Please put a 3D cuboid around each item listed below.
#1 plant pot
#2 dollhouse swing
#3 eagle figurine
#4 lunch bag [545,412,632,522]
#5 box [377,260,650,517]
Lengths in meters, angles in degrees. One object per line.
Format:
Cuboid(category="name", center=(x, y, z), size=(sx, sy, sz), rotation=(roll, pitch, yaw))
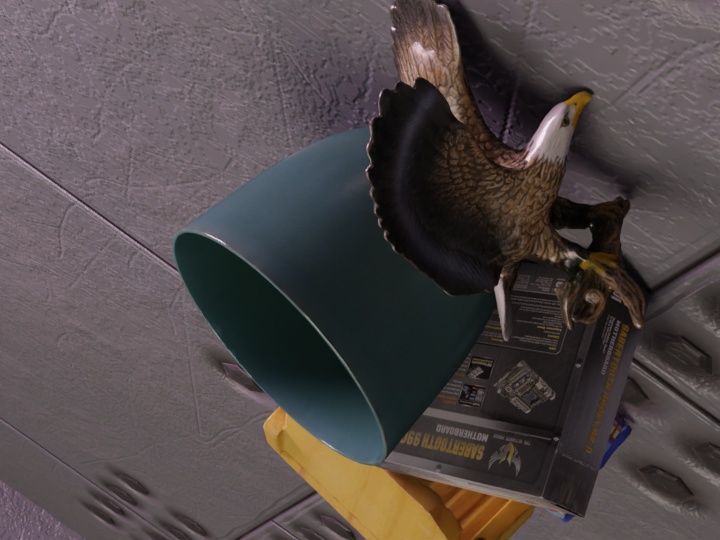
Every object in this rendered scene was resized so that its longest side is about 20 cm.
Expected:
Cuboid(category="plant pot", center=(0.000, 0.000, 1.181), size=(0.200, 0.161, 0.201), rotation=(41, 160, 18))
Cuboid(category="dollhouse swing", center=(0.044, 0.136, 1.424), size=(0.200, 0.182, 0.176), rotation=(42, 145, 14))
Cuboid(category="eagle figurine", center=(0.076, -0.057, 1.050), size=(0.199, 0.152, 0.152), rotation=(28, 170, -16))
Cuboid(category="lunch bag", center=(0.086, 0.088, 1.384), size=(0.200, 0.094, 0.151), rotation=(29, 170, 47))
Cuboid(category="box", center=(0.091, 0.073, 1.230), size=(0.048, 0.160, 0.199), rotation=(26, 167, -40))
